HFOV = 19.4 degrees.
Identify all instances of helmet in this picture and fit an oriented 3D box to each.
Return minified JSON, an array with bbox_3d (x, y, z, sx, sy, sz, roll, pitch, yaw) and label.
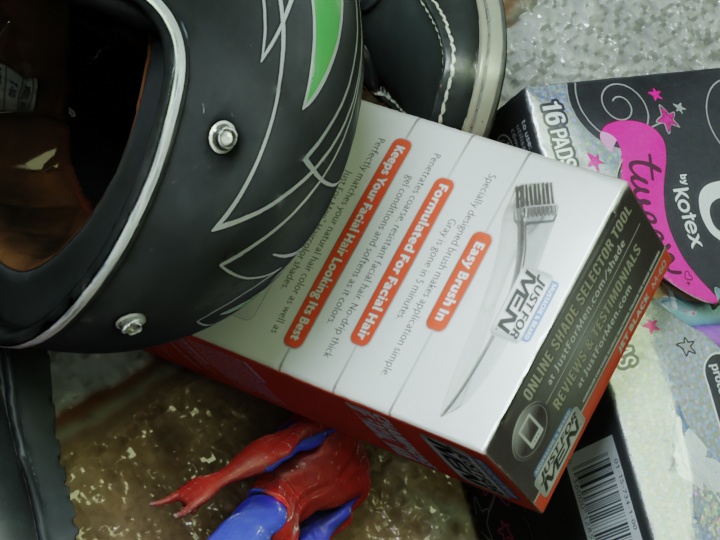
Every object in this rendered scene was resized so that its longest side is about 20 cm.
[{"bbox_3d":[-0.091,-0.073,0.714,0.191,0.200,0.200,39,61,-11],"label":"helmet"}]

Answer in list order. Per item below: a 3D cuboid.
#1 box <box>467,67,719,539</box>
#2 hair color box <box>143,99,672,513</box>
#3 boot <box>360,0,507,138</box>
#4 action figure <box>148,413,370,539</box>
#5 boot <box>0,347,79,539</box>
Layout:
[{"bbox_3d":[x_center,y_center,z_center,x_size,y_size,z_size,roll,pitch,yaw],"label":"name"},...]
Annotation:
[{"bbox_3d":[0.112,0.034,0.860,0.114,0.132,0.201,-9,75,-28],"label":"box"},{"bbox_3d":[0.000,0.000,0.784,0.111,0.200,0.064,-60,145,-14],"label":"hair color box"},{"bbox_3d":[-0.035,-0.110,0.842,0.153,0.074,0.204,5,29,-19],"label":"boot"},{"bbox_3d":[-0.042,0.106,0.804,0.200,0.052,0.066,-54,138,-42],"label":"action figure"},{"bbox_3d":[-0.188,0.079,0.745,0.162,0.073,0.199,0,64,-26],"label":"boot"}]
